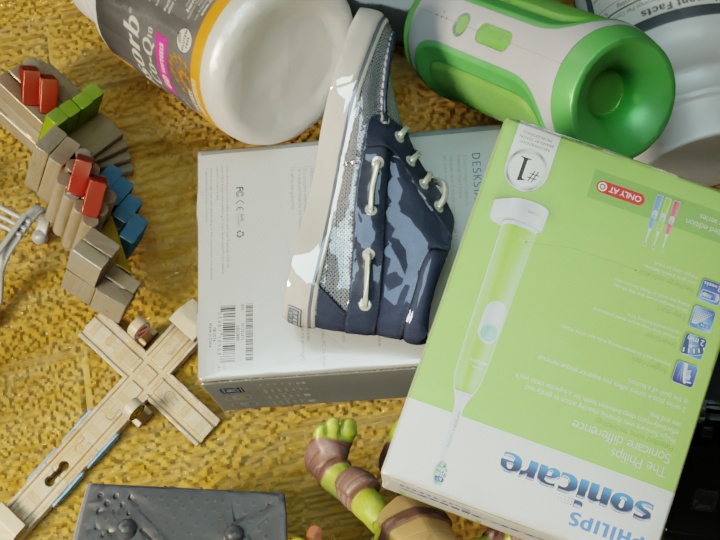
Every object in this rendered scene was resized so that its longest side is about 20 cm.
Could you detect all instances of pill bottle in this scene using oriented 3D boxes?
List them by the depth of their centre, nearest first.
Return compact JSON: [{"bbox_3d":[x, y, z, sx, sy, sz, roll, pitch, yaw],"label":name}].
[{"bbox_3d":[0.199,-0.159,1.051,0.119,0.120,0.201,-12,71,4],"label":"pill bottle"},{"bbox_3d":[-0.104,-0.170,1.076,0.116,0.116,0.200,-47,49,-8],"label":"pill bottle"}]

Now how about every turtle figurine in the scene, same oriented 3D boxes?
[{"bbox_3d":[0.038,0.149,0.955,0.198,0.065,0.161,-9,32,-16],"label":"turtle figurine"}]

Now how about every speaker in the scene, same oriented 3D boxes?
[{"bbox_3d":[0.104,-0.127,1.008,0.088,0.089,0.200,-44,33,-7],"label":"speaker"}]

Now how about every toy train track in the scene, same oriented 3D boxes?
[{"bbox_3d":[-0.169,0.097,1.065,0.115,0.033,0.200,39,82,18],"label":"toy train track"}]

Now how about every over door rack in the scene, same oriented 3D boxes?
[{"bbox_3d":[-0.319,0.010,1.089,0.147,0.067,0.200,25,56,15],"label":"over door rack"}]

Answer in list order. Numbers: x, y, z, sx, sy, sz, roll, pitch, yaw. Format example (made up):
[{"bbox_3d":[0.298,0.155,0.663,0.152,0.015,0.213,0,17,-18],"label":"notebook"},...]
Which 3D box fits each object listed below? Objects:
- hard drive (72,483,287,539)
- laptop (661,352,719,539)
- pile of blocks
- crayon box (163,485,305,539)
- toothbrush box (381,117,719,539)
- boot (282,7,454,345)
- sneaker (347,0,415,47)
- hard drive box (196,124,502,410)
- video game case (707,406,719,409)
[{"bbox_3d":[-0.107,0.227,0.945,0.134,0.042,0.202,1,71,8],"label":"hard drive"},{"bbox_3d":[0.266,0.087,0.963,0.176,0.201,0.104,7,29,1],"label":"laptop"},{"bbox_3d":[-0.178,-0.068,1.088,0.082,0.062,0.201,-15,67,-29],"label":"pile of blocks"},{"bbox_3d":[-0.046,0.222,0.992,0.199,0.058,0.120,18,75,13],"label":"crayon box"},{"bbox_3d":[0.110,0.042,0.877,0.145,0.086,0.201,18,78,5],"label":"toothbrush box"},{"bbox_3d":[0.018,-0.056,0.996,0.090,0.073,0.202,11,80,3],"label":"boot"},{"bbox_3d":[0.030,-0.242,1.137,0.105,0.075,0.201,15,76,2],"label":"sneaker"},{"bbox_3d":[0.000,0.000,1.049,0.198,0.077,0.157,-4,71,7],"label":"hard drive box"},{"bbox_3d":[0.186,0.137,1.008,0.199,0.017,0.144,-16,70,2],"label":"video game case"}]
